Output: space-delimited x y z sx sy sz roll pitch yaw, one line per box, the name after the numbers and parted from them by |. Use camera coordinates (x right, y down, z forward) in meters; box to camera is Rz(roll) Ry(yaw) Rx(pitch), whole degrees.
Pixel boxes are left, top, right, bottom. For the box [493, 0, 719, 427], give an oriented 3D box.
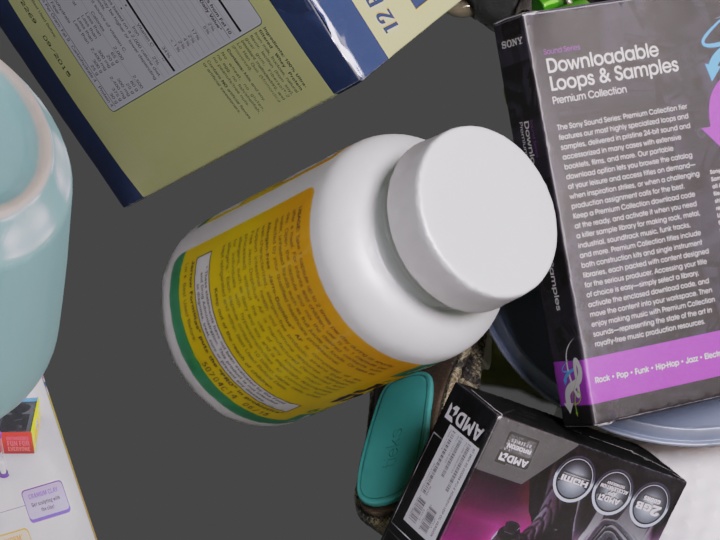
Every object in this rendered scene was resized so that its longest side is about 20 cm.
0.147 -0.035 1.445 0.143 0.036 0.201 -10 92 -29 | box

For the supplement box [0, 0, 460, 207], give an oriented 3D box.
-0.039 -0.160 1.463 0.200 0.200 0.134 -42 101 -40 | supplement box

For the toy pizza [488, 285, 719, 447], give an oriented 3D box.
0.157 0.016 1.538 0.199 0.032 0.201 4 50 -4 | toy pizza

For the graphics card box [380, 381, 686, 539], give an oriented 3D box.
0.062 0.165 1.453 0.125 0.051 0.200 21 98 -31 | graphics card box

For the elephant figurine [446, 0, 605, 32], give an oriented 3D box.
0.115 -0.150 1.608 0.155 0.142 0.200 -41 117 -1 | elephant figurine

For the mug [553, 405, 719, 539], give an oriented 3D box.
0.198 0.126 1.555 0.176 0.200 0.148 68 16 12 | mug

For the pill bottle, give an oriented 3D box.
0.000 0.000 1.435 0.113 0.200 0.113 15 65 -34 | pill bottle

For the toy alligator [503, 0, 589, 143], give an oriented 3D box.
0.097 -0.106 1.492 0.059 0.054 0.200 -23 129 -23 | toy alligator

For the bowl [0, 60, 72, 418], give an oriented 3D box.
-0.206 -0.034 1.303 0.200 0.105 0.201 19 45 -20 | bowl

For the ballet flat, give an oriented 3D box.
0.038 0.059 1.538 0.075 0.068 0.201 45 42 -43 | ballet flat

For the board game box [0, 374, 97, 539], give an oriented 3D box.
-0.200 0.104 1.342 0.153 0.040 0.201 -13 82 -41 | board game box
